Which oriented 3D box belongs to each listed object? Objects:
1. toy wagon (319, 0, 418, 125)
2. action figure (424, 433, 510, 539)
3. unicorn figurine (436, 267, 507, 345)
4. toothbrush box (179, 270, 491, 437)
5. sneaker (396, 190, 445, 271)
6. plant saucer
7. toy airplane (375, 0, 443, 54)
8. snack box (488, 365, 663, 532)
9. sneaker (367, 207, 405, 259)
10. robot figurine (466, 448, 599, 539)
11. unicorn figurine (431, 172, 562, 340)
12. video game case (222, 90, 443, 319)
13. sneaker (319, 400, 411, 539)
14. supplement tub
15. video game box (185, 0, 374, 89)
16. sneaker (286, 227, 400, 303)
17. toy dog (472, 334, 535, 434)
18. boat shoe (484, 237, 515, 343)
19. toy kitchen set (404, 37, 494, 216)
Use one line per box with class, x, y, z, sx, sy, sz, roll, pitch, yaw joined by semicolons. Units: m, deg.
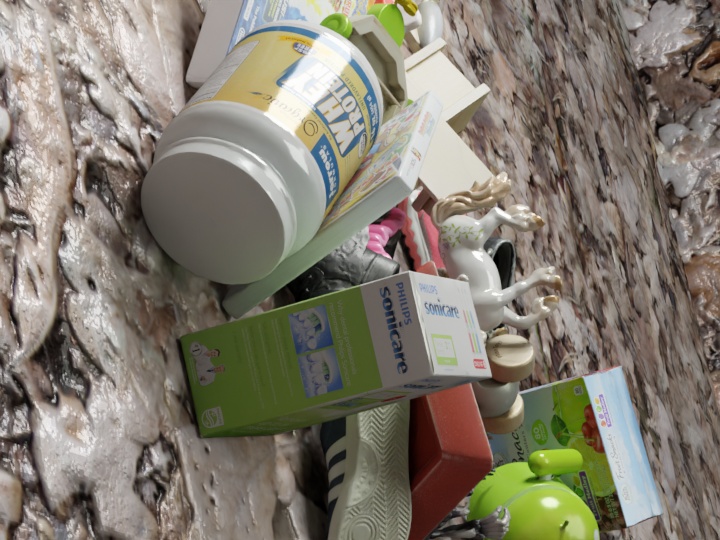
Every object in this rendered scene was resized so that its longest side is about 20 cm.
toy wagon;0.003;-0.174;1.553;0.155;0.039;0.200;46;56;-49
action figure;0.092;0.208;1.635;0.200;0.102;0.119;-57;139;-67
unicorn figurine;0.087;0.052;1.717;0.074;0.137;0.201;10;61;-26
toothbrush box;-0.017;0.069;1.310;0.146;0.199;0.086;12;62;-69
sneaker;0.105;-0.002;1.856;0.074;0.087;0.201;-16;90;-73
plant saucer;0.038;0.125;1.475;0.037;0.200;0.200;-2;61;-25
toy airplane;0.028;-0.307;1.747;0.199;0.141;0.200;58;3;4
snack box;0.223;0.209;1.840;0.068;0.200;0.169;-12;83;-36
sneaker;0.000;0.000;1.630;0.200;0.079;0.096;-74;169;-62
robot figurine;0.178;0.269;1.728;0.200;0.115;0.176;-140;-121;-77
unicorn figurine;0.116;0.012;1.553;0.074;0.137;0.200;86;-10;-55
video game case;-0.021;-0.059;1.411;0.023;0.200;0.182;48;26;-15
sneaker;-0.002;0.177;1.444;0.075;0.084;0.201;8;90;-27
supplement tub;-0.078;-0.096;1.335;0.145;0.144;0.200;63;35;-26
video game box;-0.066;-0.222;1.519;0.182;0.047;0.201;35;66;-54
sneaker;-0.039;0.022;1.490;0.200;0.104;0.060;-56;170;-26
toy dog;0.074;0.099;1.608;0.096;0.200;0.132;-36;120;-40
boat shoe;0.127;0.061;1.797;0.073;0.068;0.200;25;77;-36
toy kitchen set;0.042;-0.093;1.712;0.200;0.181;0.163;-35;79;-32
